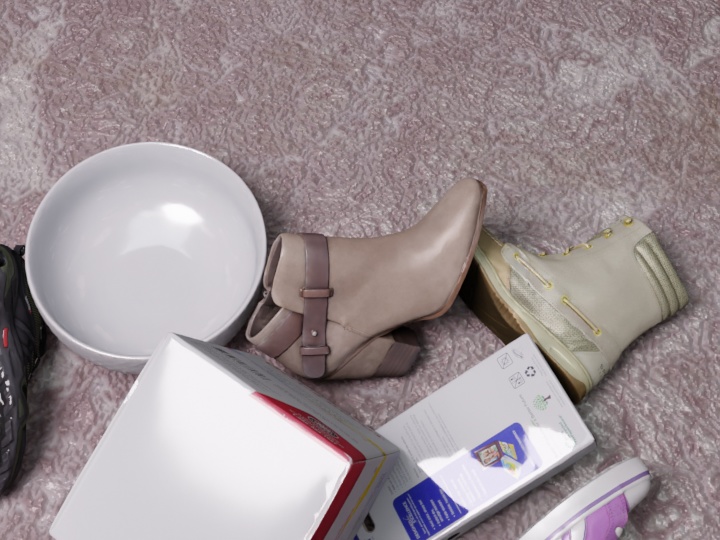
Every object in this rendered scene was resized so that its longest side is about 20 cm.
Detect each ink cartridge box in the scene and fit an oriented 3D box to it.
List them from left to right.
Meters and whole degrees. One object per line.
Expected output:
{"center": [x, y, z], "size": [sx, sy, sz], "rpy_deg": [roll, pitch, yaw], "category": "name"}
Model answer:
{"center": [-0.077, 0.147, 0.664], "size": [0.144, 0.200, 0.146], "rpy_deg": [31, 89, 14], "category": "ink cartridge box"}
{"center": [0.074, 0.145, 0.757], "size": [0.198, 0.039, 0.100], "rpy_deg": [-32, 65, 4], "category": "ink cartridge box"}

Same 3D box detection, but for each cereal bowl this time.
{"center": [-0.174, -0.002, 0.820], "size": [0.196, 0.084, 0.204], "rpy_deg": [2, 62, -5], "category": "cereal bowl"}

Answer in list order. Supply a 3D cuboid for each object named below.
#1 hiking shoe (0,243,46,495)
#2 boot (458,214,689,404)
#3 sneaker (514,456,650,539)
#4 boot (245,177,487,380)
{"center": [-0.282, 0.077, 0.782], "size": [0.074, 0.101, 0.204], "rpy_deg": [1, 90, 13], "category": "hiking shoe"}
{"center": [0.169, -0.006, 0.840], "size": [0.154, 0.072, 0.201], "rpy_deg": [-35, 73, -17], "category": "boot"}
{"center": [0.159, 0.235, 0.718], "size": [0.199, 0.073, 0.115], "rpy_deg": [-38, 72, -8], "category": "sneaker"}
{"center": [0.000, 0.000, 0.776], "size": [0.144, 0.070, 0.203], "rpy_deg": [18, 103, -22], "category": "boot"}
